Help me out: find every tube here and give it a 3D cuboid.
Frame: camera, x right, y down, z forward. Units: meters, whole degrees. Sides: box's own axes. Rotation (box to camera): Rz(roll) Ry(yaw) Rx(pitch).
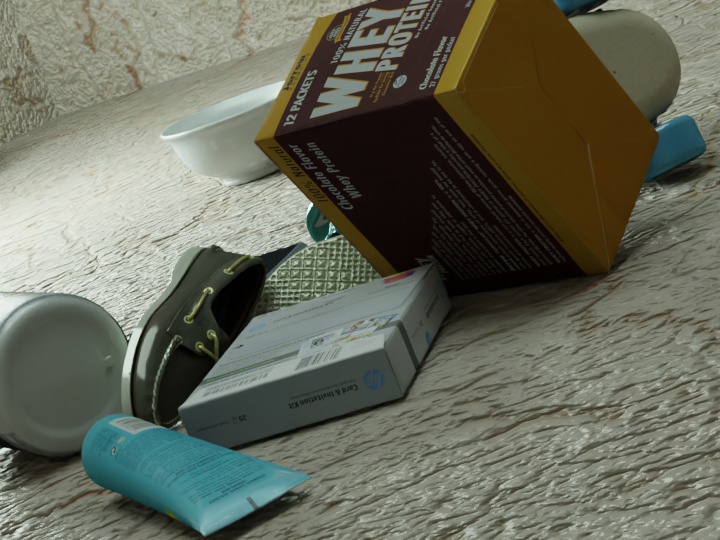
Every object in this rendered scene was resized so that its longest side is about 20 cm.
[{"bbox_3d":[-0.112,0.128,1.261,0.077,0.051,0.200,-31,20,-25],"label":"tube"}]

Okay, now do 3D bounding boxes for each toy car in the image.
[{"bbox_3d":[0.161,-0.134,1.688,0.176,0.185,0.200,-26,-4,-18],"label":"toy car"}]

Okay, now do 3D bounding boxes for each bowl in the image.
[{"bbox_3d":[-0.139,-0.164,2.487,0.200,0.091,0.201,-20,11,4],"label":"bowl"}]

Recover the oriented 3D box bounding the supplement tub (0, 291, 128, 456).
[{"bbox_3d":[-0.267,0.077,1.558,0.122,0.123,0.200,-28,13,-29],"label":"supplement tub"}]

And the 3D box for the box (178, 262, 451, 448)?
[{"bbox_3d":[-0.028,0.060,1.423,0.155,0.041,0.200,-17,13,16],"label":"box"}]

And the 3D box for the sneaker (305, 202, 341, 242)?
[{"bbox_3d":[-0.003,-0.039,1.749,0.080,0.078,0.200,-35,16,-21],"label":"sneaker"}]

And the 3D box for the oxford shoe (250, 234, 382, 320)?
[{"bbox_3d":[0.000,0.000,1.614,0.200,0.075,0.058,-35,-24,-18],"label":"oxford shoe"}]

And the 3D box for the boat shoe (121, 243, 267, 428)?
[{"bbox_3d":[-0.125,0.050,1.513,0.060,0.072,0.202,0,37,18],"label":"boat shoe"}]

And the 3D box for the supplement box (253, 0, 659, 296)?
[{"bbox_3d":[0.072,-0.097,1.476,0.199,0.197,0.133,-11,44,43],"label":"supplement box"}]

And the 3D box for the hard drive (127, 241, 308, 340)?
[{"bbox_3d":[-0.113,0.032,1.687,0.134,0.043,0.200,-16,13,23],"label":"hard drive"}]
